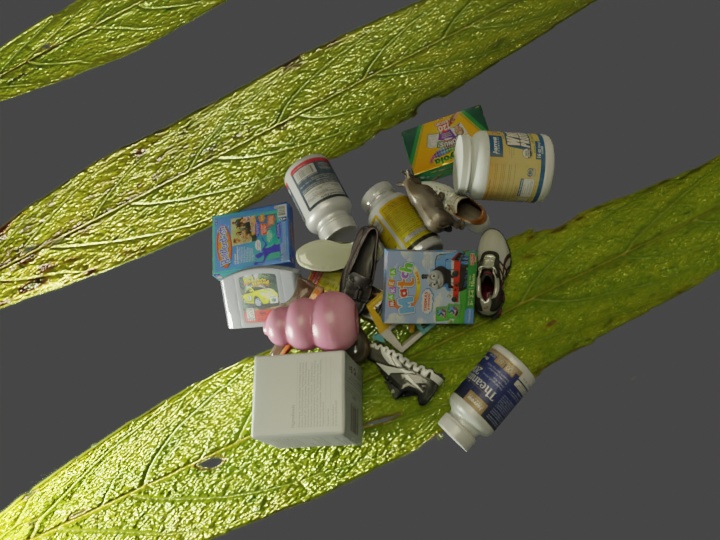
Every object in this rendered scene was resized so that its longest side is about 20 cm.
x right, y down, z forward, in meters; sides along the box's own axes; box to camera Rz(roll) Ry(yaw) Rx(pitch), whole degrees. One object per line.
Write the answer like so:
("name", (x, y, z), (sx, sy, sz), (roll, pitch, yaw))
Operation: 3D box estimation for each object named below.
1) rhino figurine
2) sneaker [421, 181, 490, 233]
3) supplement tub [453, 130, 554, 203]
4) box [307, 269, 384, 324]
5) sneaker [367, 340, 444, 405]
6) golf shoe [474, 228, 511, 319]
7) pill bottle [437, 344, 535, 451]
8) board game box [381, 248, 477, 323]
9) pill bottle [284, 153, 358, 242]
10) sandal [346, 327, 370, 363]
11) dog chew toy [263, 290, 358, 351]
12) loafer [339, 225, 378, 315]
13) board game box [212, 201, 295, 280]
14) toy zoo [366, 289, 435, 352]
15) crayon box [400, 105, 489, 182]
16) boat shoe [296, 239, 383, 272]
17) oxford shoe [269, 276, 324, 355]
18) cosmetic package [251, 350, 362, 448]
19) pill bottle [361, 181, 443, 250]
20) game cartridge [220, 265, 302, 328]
("rhino figurine", (0.141, -0.155, 1.600), (0.060, 0.086, 0.202), (-53, 53, 30))
("sneaker", (0.201, -0.158, 1.646), (0.197, 0.085, 0.074), (28, 81, 22))
("supplement tub", (0.306, -0.224, 1.587), (0.194, 0.145, 0.149), (3, 71, -3))
("box", (-0.026, 0.053, 1.645), (0.196, 0.050, 0.077), (24, 79, 21))
("sneaker", (0.074, 0.220, 1.553), (0.197, 0.067, 0.092), (25, 77, 19))
("golf shoe", (0.282, -0.002, 1.570), (0.075, 0.088, 0.205), (0, 70, 15))
("pill bottle", (0.248, 0.258, 1.473), (0.111, 0.111, 0.201), (40, 84, 23))
("board game box", (0.145, 0.034, 1.546), (0.194, 0.037, 0.156), (1, 100, -8))
("pill bottle", (-0.086, -0.155, 1.696), (0.118, 0.120, 0.203), (-29, 67, 2))
("sandal", (-0.057, 0.133, 1.597), (0.199, 0.054, 0.083), (42, 125, 30))
("dog chew toy", (-0.103, 0.110, 1.511), (0.194, 0.125, 0.128), (-6, 69, 6))
("loafer", (0.000, 0.000, 1.578), (0.070, 0.063, 0.205), (14, 82, -12))
("board game box", (-0.255, -0.069, 1.748), (0.194, 0.045, 0.156), (-8, 70, 11))
("toy zoo", (0.102, 0.083, 1.578), (0.199, 0.020, 0.132), (-39, 104, -1))
("crayon box", (0.204, -0.289, 1.704), (0.195, 0.058, 0.122), (-18, 68, 7))
("boat shoe", (-0.049, -0.030, 1.635), (0.196, 0.060, 0.074), (-6, 77, -16))
("oxford shoe", (-0.155, 0.111, 1.604), (0.072, 0.071, 0.203), (30, 92, 3))
("cosmetic package", (-0.107, 0.271, 1.525), (0.194, 0.168, 0.171), (-5, 69, 11))
("pill bottle", (0.088, -0.098, 1.636), (0.111, 0.113, 0.202), (-36, 67, -1))
("game cartridge", (-0.221, 0.058, 1.662), (0.195, 0.041, 0.137), (-6, 96, 17))
